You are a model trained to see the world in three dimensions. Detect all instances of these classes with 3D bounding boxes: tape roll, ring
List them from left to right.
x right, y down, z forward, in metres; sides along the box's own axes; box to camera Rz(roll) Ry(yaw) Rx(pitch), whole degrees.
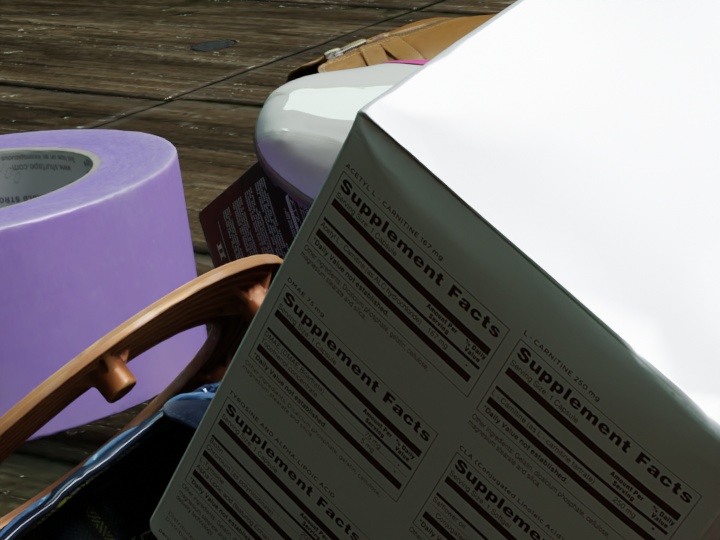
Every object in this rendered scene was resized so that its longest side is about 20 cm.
[{"bbox_3d":[-0.165,0.007,1.191,0.199,0.086,0.200,-8,15,2],"label":"tape roll"},{"bbox_3d":[-0.100,0.065,1.079,0.200,0.019,0.201,-38,-11,-8],"label":"ring"}]

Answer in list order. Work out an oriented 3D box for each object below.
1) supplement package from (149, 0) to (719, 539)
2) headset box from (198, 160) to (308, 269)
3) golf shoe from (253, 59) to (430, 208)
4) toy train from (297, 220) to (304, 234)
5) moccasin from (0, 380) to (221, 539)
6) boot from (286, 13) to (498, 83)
[{"bbox_3d":[0.071,0.023,0.897,0.147,0.200,0.191,42,46,13],"label":"supplement package"},{"bbox_3d":[0.025,-0.030,1.330,0.148,0.075,0.200,-14,-9,-25],"label":"headset box"},{"bbox_3d":[0.057,-0.057,1.171,0.199,0.073,0.092,6,-26,1],"label":"golf shoe"},{"bbox_3d":[0.000,0.000,1.063,0.046,0.034,0.200,-24,-8,-1],"label":"toy train"},{"bbox_3d":[-0.050,0.081,1.054,0.200,0.081,0.068,-36,-15,-26],"label":"moccasin"},{"bbox_3d":[0.057,-0.110,1.697,0.154,0.074,0.200,-13,5,-24],"label":"boot"}]
